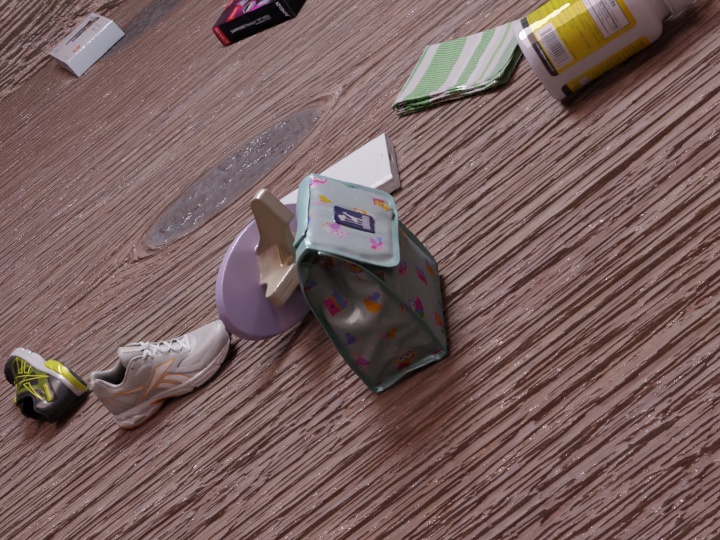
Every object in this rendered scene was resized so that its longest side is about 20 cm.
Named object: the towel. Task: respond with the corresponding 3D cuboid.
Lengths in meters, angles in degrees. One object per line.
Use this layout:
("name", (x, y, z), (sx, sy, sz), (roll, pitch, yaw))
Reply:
("towel", (0.146, -0.291, 1.863), (0.200, 0.023, 0.153), (-11, 39, 43))

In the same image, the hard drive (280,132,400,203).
("hard drive", (-0.039, -0.100, 1.811), (0.200, 0.026, 0.132), (-31, 29, 15))

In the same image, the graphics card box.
("graphics card box", (-0.186, -0.515, 2.560), (0.200, 0.051, 0.126), (-12, 39, 41))

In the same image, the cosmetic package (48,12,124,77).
("cosmetic package", (-0.658, -0.542, 3.176), (0.151, 0.052, 0.200), (-47, 29, -7))

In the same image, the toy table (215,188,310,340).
("toy table", (-0.079, -0.012, 1.601), (0.117, 0.184, 0.200), (-30, 34, 55))

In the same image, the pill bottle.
("pill bottle", (0.295, -0.303, 1.605), (0.200, 0.111, 0.111), (-31, 29, 16))

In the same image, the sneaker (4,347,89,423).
("sneaker", (-0.472, 0.167, 1.903), (0.200, 0.074, 0.085), (3, 50, 52))

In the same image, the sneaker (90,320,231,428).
("sneaker", (-0.257, 0.118, 1.693), (0.200, 0.092, 0.076), (-36, 29, 8))

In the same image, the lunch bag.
("lunch bag", (0.000, 0.000, 1.435), (0.122, 0.200, 0.170), (-30, 29, 19))
